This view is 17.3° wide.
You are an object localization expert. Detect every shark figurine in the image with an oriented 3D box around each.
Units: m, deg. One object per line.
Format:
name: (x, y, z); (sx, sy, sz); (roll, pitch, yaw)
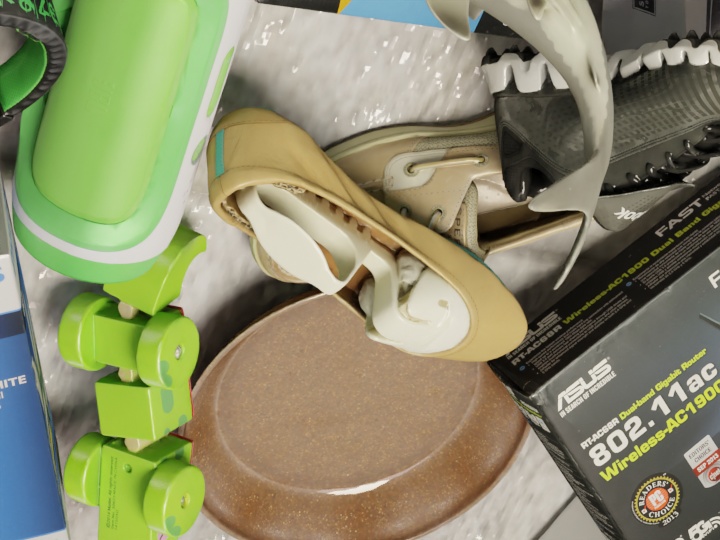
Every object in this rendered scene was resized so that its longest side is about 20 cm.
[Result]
shark figurine: (0.064, -0.111, 1.066); (0.128, 0.215, 0.090); (-37, 174, -19)

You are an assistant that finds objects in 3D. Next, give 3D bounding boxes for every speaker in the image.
speaker: (-0.105, -0.095, 1.106); (0.088, 0.089, 0.201); (8, 124, -21)

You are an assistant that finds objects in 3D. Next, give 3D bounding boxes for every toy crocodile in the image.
toy crocodile: (-0.111, 0.072, 1.219); (0.062, 0.067, 0.201); (-26, 121, -55)

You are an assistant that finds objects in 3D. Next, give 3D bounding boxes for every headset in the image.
headset: (-0.230, -0.087, 1.064); (0.199, 0.094, 0.123); (-27, 160, 14)

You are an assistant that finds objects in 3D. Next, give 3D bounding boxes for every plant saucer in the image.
plant saucer: (-0.004, 0.074, 1.288); (0.199, 0.037, 0.201); (-7, 130, -8)

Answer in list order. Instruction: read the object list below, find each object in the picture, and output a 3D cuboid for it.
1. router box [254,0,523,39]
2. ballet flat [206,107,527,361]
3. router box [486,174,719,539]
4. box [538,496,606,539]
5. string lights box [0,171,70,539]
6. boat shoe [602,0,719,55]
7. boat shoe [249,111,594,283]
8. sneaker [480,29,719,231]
router box: (0.041, -0.209, 1.081); (0.148, 0.051, 0.201); (5, 126, -19)
ballet flat: (0.000, 0.000, 1.155); (0.200, 0.063, 0.069); (36, 127, -22)
router box: (0.188, 0.050, 1.268); (0.200, 0.062, 0.150); (-38, 117, -5)
box: (0.187, 0.247, 1.372); (0.171, 0.199, 0.200); (27, 113, -30)
string lights box: (-0.190, 0.047, 1.176); (0.059, 0.103, 0.201); (-10, 129, -7)
boat shoe: (0.160, -0.170, 1.138); (0.068, 0.071, 0.201); (-37, 139, -35)
boat shoe: (0.042, -0.032, 1.206); (0.199, 0.065, 0.072); (-16, 129, -4)
sneaker: (0.140, -0.064, 1.117); (0.066, 0.199, 0.091); (1, 90, -46)
